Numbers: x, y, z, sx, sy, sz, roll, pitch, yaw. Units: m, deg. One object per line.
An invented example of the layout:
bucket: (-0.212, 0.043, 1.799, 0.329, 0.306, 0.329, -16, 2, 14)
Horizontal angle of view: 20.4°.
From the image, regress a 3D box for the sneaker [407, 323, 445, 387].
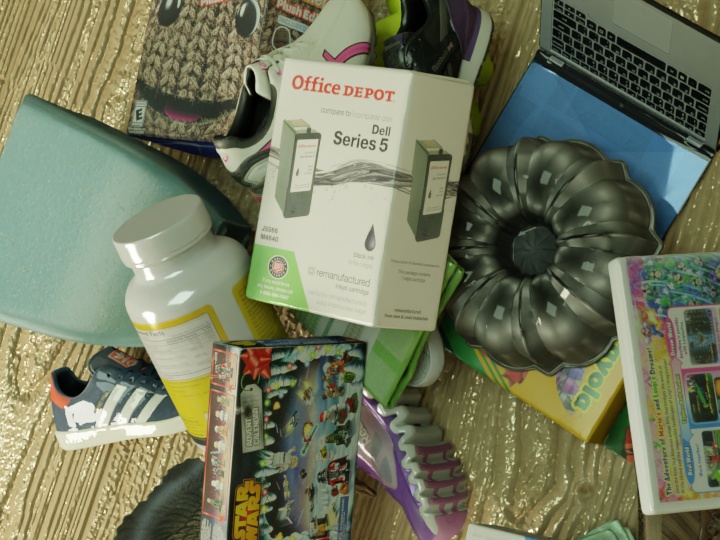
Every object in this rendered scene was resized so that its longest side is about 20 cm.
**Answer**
sneaker: (0.027, 0.017, 1.719, 0.073, 0.071, 0.200, -55, 51, 31)

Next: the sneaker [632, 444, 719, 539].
sneaker: (0.260, 0.201, 1.603, 0.075, 0.070, 0.201, -1, 81, 0)

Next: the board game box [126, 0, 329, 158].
board game box: (-0.107, -0.204, 1.788, 0.159, 0.097, 0.201, 6, 85, 44)

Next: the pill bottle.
pill bottle: (-0.127, 0.043, 1.667, 0.111, 0.112, 0.201, -16, 112, 21)

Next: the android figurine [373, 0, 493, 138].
android figurine: (0.033, -0.161, 1.777, 0.181, 0.041, 0.201, -21, 73, 20)

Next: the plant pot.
plant pot: (-0.214, -0.023, 1.792, 0.199, 0.196, 0.197, 20, 91, 11)

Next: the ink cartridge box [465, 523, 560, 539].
ink cartridge box: (0.130, 0.316, 1.628, 0.115, 0.068, 0.201, 10, 87, 27)

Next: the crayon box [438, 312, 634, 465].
crayon box: (0.173, 0.057, 1.677, 0.200, 0.051, 0.127, 32, 96, 24)

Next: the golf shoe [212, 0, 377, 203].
golf shoe: (-0.052, -0.158, 1.684, 0.072, 0.092, 0.201, 7, 63, 43)

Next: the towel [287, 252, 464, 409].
towel: (0.000, 0.000, 1.682, 0.200, 0.031, 0.150, 46, 122, 38)

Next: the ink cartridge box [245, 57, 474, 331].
ink cartridge box: (-0.001, -0.063, 1.600, 0.145, 0.084, 0.201, 11, 93, 42)

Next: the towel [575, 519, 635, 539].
towel: (0.190, 0.325, 1.647, 0.152, 0.023, 0.201, -28, 73, 19)

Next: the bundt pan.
bundt pan: (0.139, -0.018, 1.634, 0.201, 0.076, 0.203, -4, 80, 24)

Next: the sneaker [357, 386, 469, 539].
sneaker: (0.021, 0.152, 1.722, 0.088, 0.080, 0.201, -36, 65, 23)

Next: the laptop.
laptop: (0.193, -0.130, 1.661, 0.187, 0.200, 0.116, 33, 62, 24)

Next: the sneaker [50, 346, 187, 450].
sneaker: (-0.199, 0.105, 1.815, 0.199, 0.075, 0.085, -13, 97, 22)

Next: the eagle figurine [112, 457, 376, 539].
eagle figurine: (-0.109, 0.223, 1.724, 0.152, 0.151, 0.200, 39, 92, 13)

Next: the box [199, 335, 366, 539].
box: (-0.063, 0.156, 1.629, 0.040, 0.136, 0.201, 11, 99, 47)

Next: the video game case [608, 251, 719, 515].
video game case: (0.292, 0.084, 1.574, 0.181, 0.024, 0.201, -3, 79, -19)

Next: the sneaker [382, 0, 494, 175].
sneaker: (0.045, -0.150, 1.665, 0.076, 0.087, 0.201, -19, 50, 43)
